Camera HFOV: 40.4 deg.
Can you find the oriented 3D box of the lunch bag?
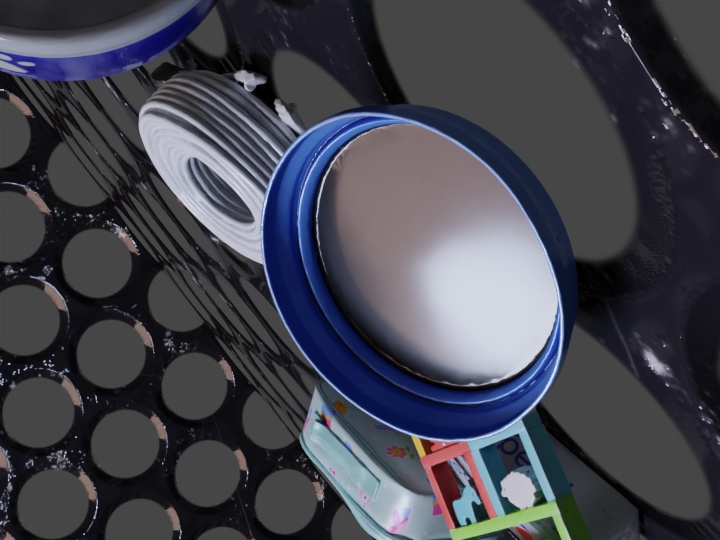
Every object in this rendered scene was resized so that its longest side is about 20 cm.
[{"bbox_3d":[0.039,0.175,0.916,0.200,0.159,0.078,38,120,49],"label":"lunch bag"}]

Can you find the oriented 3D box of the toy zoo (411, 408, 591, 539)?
[{"bbox_3d":[0.090,0.132,0.741,0.131,0.020,0.202,-36,72,52],"label":"toy zoo"}]

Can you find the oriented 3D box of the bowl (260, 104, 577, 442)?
[{"bbox_3d":[0.031,0.001,0.558,0.199,0.039,0.202,19,125,29],"label":"bowl"}]

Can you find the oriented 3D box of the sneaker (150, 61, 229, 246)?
[{"bbox_3d":[-0.152,-0.105,0.964,0.080,0.086,0.201,24,149,58],"label":"sneaker"}]

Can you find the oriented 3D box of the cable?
[{"bbox_3d":[-0.104,-0.082,0.845,0.199,0.069,0.201,18,149,48],"label":"cable"}]

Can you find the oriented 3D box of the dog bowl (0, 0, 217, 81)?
[{"bbox_3d":[-0.150,-0.198,0.474,0.201,0.200,0.079,52,169,-5],"label":"dog bowl"}]

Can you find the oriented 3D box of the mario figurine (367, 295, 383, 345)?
[{"bbox_3d":[0.000,0.000,0.693,0.123,0.107,0.200,19,-168,-29],"label":"mario figurine"}]

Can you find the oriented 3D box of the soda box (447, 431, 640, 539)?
[{"bbox_3d":[0.129,0.164,0.791,0.200,0.068,0.064,40,161,38],"label":"soda box"}]
